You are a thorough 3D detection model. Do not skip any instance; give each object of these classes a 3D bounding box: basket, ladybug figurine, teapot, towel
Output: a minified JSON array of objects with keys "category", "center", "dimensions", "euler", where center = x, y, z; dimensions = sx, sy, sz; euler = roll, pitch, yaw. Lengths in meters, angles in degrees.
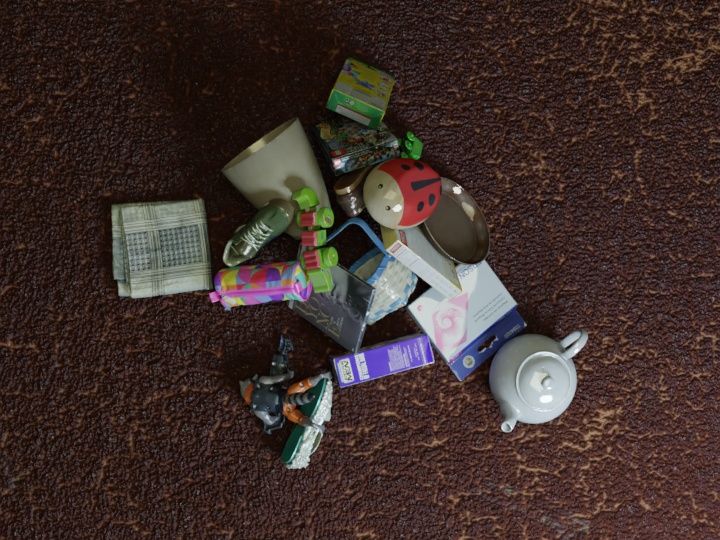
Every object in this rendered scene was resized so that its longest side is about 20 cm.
[{"category":"basket","center":[0.000,0.000,1.622],"dimensions":[0.200,0.175,0.140],"euler":[42,45,-20]},{"category":"ladybug figurine","center":[0.090,-0.153,1.541],"dimensions":[0.199,0.072,0.137],"euler":[-26,93,-43]},{"category":"teapot","center":[0.368,0.222,1.668],"dimensions":[0.194,0.146,0.203],"euler":[0,86,-7]},{"category":"towel","center":[-0.406,-0.046,1.645],"dimensions":[0.197,0.035,0.196],"euler":[-5,88,-6]}]

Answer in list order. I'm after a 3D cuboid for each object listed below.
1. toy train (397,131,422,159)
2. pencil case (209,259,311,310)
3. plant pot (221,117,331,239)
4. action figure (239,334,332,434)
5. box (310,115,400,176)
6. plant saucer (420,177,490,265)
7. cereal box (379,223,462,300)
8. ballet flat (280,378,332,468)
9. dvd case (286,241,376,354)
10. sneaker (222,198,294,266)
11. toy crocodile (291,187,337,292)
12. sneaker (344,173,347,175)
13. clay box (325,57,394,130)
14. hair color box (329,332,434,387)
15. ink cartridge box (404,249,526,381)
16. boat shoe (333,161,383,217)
[{"category":"toy train","center":[0.092,-0.208,1.658],"dimensions":[0.056,0.042,0.202],"euler":[38,44,-24]},{"category":"pencil case","center":[-0.196,0.029,1.607],"dimensions":[0.197,0.088,0.090],"euler":[-8,88,21]},{"category":"plant pot","center":[-0.148,-0.169,1.624],"dimensions":[0.186,0.187,0.201],"euler":[-36,106,-7]},{"category":"action figure","center":[-0.156,0.228,1.617],"dimensions":[0.191,0.104,0.203],"euler":[0,81,22]},{"category":"box","center":[-0.014,-0.263,1.627],"dimensions":[0.135,0.201,0.038],"euler":[-18,122,-8]},{"category":"plant saucer","center":[0.187,-0.097,1.670],"dimensions":[0.199,0.034,0.203],"euler":[23,51,-32]},{"category":"cereal box","center":[0.117,-0.044,1.619],"dimensions":[0.039,0.145,0.199],"euler":[-39,124,23]},{"category":"ballet flat","center":[-0.099,0.312,1.656],"dimensions":[0.071,0.072,0.202],"euler":[26,86,-5]},{"category":"dvd case","center":[-0.063,0.053,1.601],"dimensions":[0.199,0.016,0.150],"euler":[33,122,30]},{"category":"sneaker","center":[-0.205,-0.063,1.583],"dimensions":[0.067,0.199,0.090],"euler":[42,51,-17]},{"category":"toy crocodile","center":[-0.089,-0.057,1.546],"dimensions":[0.067,0.062,0.203],"euler":[-3,97,29]},{"category":"sneaker","center":[0.049,-0.155,1.693],"dimensions":[0.093,0.070,0.200],"euler":[-41,90,1]},{"category":"clay box","center":[0.004,-0.368,1.659],"dimensions":[0.114,0.201,0.048],"euler":[23,123,-5]},{"category":"hair color box","center":[0.041,0.181,1.649],"dimensions":[0.197,0.109,0.066],"euler":[-15,89,-8]},{"category":"ink cartridge box","center":[0.228,0.095,1.711],"dimensions":[0.196,0.043,0.201],"euler":[-38,90,-8]},{"category":"boat shoe","center":[0.013,-0.182,1.599],"dimensions":[0.200,0.070,0.071],"euler":[-50,125,-38]}]
